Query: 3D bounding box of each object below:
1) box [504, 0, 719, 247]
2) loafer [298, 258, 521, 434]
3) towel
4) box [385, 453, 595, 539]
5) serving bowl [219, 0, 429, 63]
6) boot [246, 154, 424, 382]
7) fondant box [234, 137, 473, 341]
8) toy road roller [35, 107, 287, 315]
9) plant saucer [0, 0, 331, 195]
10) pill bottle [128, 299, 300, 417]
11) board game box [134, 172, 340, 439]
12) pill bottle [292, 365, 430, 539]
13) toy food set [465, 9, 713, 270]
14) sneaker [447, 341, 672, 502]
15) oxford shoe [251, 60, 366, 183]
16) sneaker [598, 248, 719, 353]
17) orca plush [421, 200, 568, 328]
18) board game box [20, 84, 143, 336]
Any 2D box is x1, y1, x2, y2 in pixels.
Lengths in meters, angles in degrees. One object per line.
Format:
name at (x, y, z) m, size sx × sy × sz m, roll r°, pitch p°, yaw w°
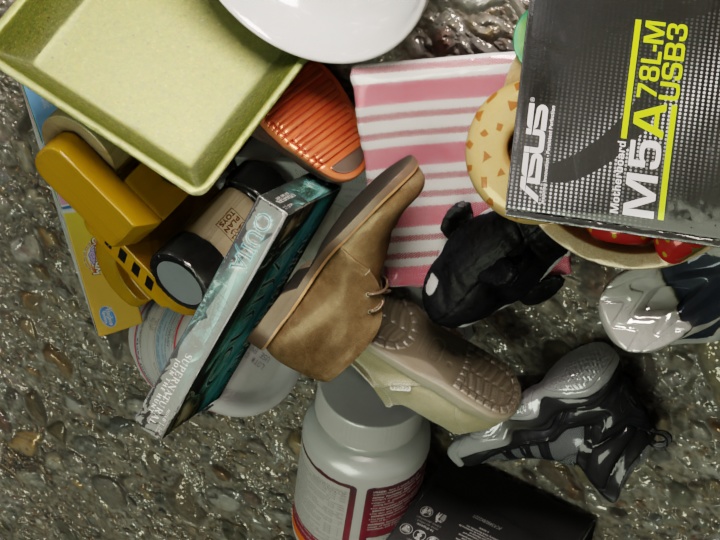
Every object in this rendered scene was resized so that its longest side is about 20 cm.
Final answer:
box at (0.198, -0.120, 1.366) m, size 0.193 × 0.048 × 0.200 m, roll 10°, pitch 99°, yaw 18°
loafer at (0.027, 0.066, 1.652) m, size 0.200 × 0.076 × 0.068 m, roll 36°, pitch 133°, yaw 1°
towel at (0.077, -0.073, 1.569) m, size 0.146 × 0.030 × 0.200 m, roll -4°, pitch 125°, yaw 9°
box at (0.101, 0.286, 1.847) m, size 0.148 × 0.124 × 0.200 m, roll 25°, pitch 139°, yaw 17°
serving bowl at (-0.027, -0.246, 1.493) m, size 0.200 × 0.066 × 0.200 m, roll 18°, pitch 133°, yaw 21°
boot at (0.000, 0.000, 1.561) m, size 0.075 × 0.074 × 0.200 m, roll 37°, pitch 121°, yaw -1°
fondant box at (-0.003, -0.018, 1.698) m, size 0.144 × 0.058 × 0.200 m, roll 8°, pitch 132°, yaw 31°
toy road roller at (-0.165, -0.053, 1.652) m, size 0.200 × 0.123 × 0.146 m, roll 47°, pitch 146°, yaw -9°
plant saucer at (-0.143, -0.170, 1.571) m, size 0.200 × 0.200 × 0.048 m, roll 33°, pitch 159°, yaw 8°
pill bottle at (-0.128, 0.061, 1.787) m, size 0.109 × 0.109 × 0.200 m, roll 52°, pitch 164°, yaw -15°
board game box at (-0.090, 0.024, 1.588) m, size 0.028 × 0.135 × 0.200 m, roll 32°, pitch 108°, yaw 8°
pill bottle at (0.002, 0.160, 1.816) m, size 0.109 × 0.110 × 0.200 m, roll 26°, pitch 139°, yaw 16°
toy food set at (0.180, -0.100, 1.426) m, size 0.200 × 0.049 × 0.198 m, roll 31°, pitch 107°, yaw 16°
sneaker at (0.159, 0.140, 1.704) m, size 0.114 × 0.075 × 0.200 m, roll 48°, pitch 137°, yaw -7°
oxford shoe at (-0.069, -0.130, 1.631) m, size 0.200 × 0.071 × 0.073 m, roll 46°, pitch 152°, yaw 19°
sneaker at (0.266, 0.001, 1.503) m, size 0.199 × 0.130 × 0.080 m, roll -28°, pitch 88°, yaw 9°
orca plush at (0.123, -0.006, 1.548) m, size 0.200 × 0.071 × 0.105 m, roll -22°, pitch 120°, yaw 21°
board game box at (-0.235, -0.069, 1.770) m, size 0.153 × 0.040 × 0.200 m, roll -117°, pitch 13°, yaw -51°
